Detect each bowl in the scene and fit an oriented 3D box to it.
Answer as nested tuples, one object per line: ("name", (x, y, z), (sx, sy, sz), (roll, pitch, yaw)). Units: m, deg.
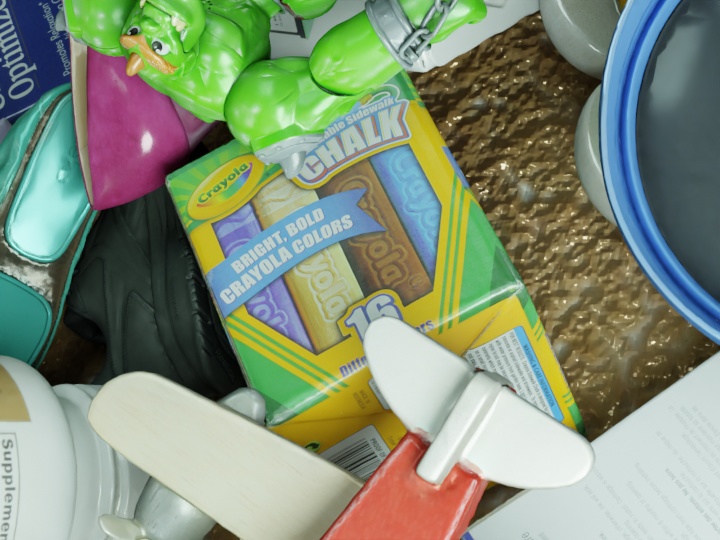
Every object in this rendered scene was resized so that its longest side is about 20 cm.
("bowl", (0.190, -0.055, 0.733), (0.198, 0.039, 0.203), (-1, 84, 5))

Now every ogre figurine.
("ogre figurine", (-0.052, -0.123, 0.835), (0.199, 0.098, 0.121), (31, 95, 1))

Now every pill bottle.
("pill bottle", (-0.185, 0.093, 0.828), (0.114, 0.199, 0.116), (-6, 83, 49))

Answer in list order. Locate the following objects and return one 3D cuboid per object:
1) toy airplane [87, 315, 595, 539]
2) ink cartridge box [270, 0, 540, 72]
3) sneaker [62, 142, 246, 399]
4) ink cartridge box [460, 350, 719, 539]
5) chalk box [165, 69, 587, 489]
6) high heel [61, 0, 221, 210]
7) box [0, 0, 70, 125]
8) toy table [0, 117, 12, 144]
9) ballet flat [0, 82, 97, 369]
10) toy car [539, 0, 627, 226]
("toy airplane", (0.003, 0.121, 0.730), (0.197, 0.141, 0.202), (-11, 69, -5))
("ink cartridge box", (-0.015, -0.164, 0.957), (0.198, 0.085, 0.145), (8, 28, 34))
("sneaker", (-0.111, -0.009, 0.967), (0.090, 0.076, 0.201), (-26, 44, 16))
("ink cartridge box", (0.173, 0.122, 0.760), (0.199, 0.047, 0.198), (-36, 51, -3))
("chalk box", (0.000, 0.000, 0.873), (0.123, 0.125, 0.201), (-27, 50, 3))
("high heel", (-0.145, -0.127, 0.903), (0.096, 0.067, 0.200), (-39, 81, -17))
("box", (-0.214, -0.114, 1.115), (0.199, 0.032, 0.122), (-29, 49, 3))
("toy table", (-0.284, -0.043, 0.995), (0.200, 0.117, 0.184), (-41, 13, -4))
("ballet flat", (-0.175, 0.001, 0.943), (0.201, 0.067, 0.070), (-64, 17, -12))
("toy car", (0.183, -0.115, 0.872), (0.149, 0.175, 0.202), (3, 62, -26))
